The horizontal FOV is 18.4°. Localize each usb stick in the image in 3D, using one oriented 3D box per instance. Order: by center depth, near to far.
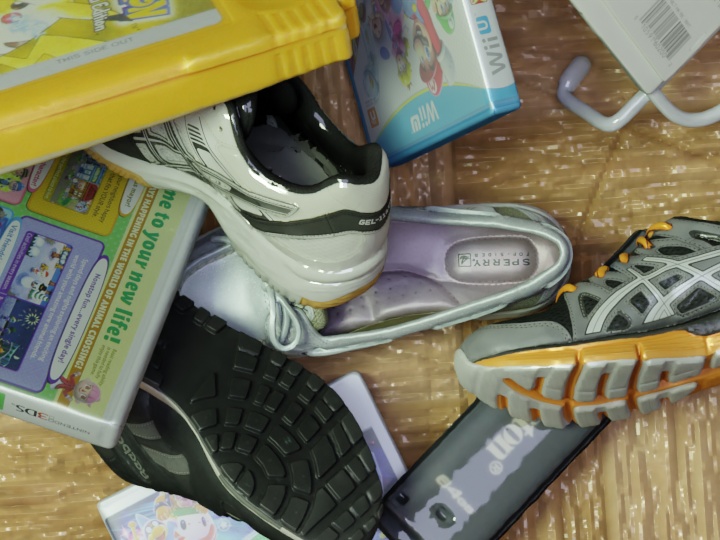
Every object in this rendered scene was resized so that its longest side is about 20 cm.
[{"bbox_3d":[0.090,0.063,1.061,0.055,0.033,0.200,45,81,-3],"label":"usb stick"}]

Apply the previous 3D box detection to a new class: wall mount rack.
[{"bbox_3d":[0.134,-0.167,1.034,0.174,0.075,0.200,-46,132,-1],"label":"wall mount rack"}]

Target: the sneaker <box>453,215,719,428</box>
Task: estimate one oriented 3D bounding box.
[{"bbox_3d":[0.137,0.017,1.023,0.198,0.078,0.078,-12,69,-6],"label":"sneaker"}]

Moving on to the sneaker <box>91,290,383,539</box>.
[{"bbox_3d":[-0.075,0.073,1.036,0.200,0.088,0.076,39,51,13],"label":"sneaker"}]

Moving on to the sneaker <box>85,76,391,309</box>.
[{"bbox_3d":[-0.062,-0.072,1.009,0.199,0.088,0.076,34,52,16],"label":"sneaker"}]

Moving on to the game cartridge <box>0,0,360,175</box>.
[{"bbox_3d":[-0.115,-0.118,1.000,0.198,0.177,0.033,-20,127,-10],"label":"game cartridge"}]

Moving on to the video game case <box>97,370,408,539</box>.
[{"bbox_3d":[-0.020,0.170,1.070,0.142,0.018,0.201,-26,88,-2],"label":"video game case"}]

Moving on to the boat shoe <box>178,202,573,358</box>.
[{"bbox_3d":[0.001,0.002,1.052,0.200,0.065,0.075,-4,87,3],"label":"boat shoe"}]

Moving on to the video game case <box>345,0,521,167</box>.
[{"bbox_3d":[0.011,-0.156,1.023,0.018,0.143,0.202,-15,88,-23],"label":"video game case"}]

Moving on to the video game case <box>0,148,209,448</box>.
[{"bbox_3d":[-0.166,-0.028,1.015,0.180,0.022,0.201,19,49,-1],"label":"video game case"}]
